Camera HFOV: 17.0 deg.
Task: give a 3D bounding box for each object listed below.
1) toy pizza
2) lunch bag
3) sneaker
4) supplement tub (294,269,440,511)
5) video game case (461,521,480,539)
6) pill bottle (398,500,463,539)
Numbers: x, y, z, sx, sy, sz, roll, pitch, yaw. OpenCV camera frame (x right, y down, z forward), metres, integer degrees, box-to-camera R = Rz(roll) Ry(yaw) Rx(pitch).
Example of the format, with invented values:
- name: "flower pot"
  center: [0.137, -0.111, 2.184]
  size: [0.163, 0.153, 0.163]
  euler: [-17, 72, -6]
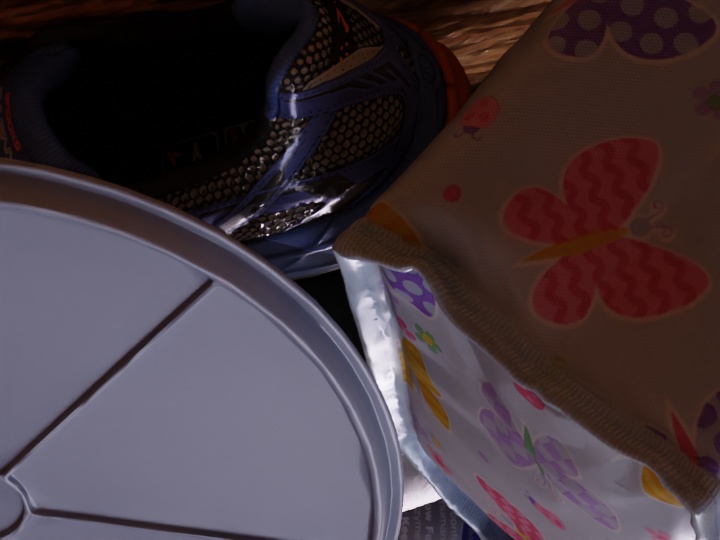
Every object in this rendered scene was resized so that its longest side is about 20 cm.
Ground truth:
- name: "toy pizza"
  center: [-0.089, 0.044, 0.566]
  size: [0.200, 0.032, 0.201]
  euler: [1, 132, 1]
- name: "lunch bag"
  center: [0.094, -0.002, 0.581]
  size: [0.170, 0.127, 0.200]
  euler: [-48, 164, -13]
- name: "sneaker"
  center: [-0.075, -0.022, 0.571]
  size: [0.200, 0.076, 0.078]
  euler: [-24, 153, 12]
- name: "supplement tub"
  center: [-0.052, 0.026, 0.679]
  size: [0.199, 0.123, 0.123]
  euler: [-17, 170, -16]
- name: "video game case"
  center: [0.124, 0.081, 0.910]
  size: [0.045, 0.181, 0.200]
  euler: [-40, -158, 32]
- name: "pill bottle"
  center: [0.022, 0.099, 0.925]
  size: [0.200, 0.114, 0.114]
  euler: [6, 156, -38]
